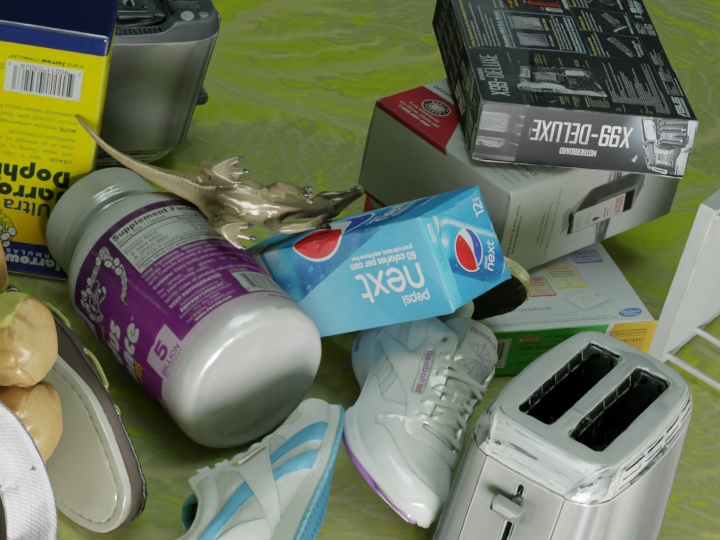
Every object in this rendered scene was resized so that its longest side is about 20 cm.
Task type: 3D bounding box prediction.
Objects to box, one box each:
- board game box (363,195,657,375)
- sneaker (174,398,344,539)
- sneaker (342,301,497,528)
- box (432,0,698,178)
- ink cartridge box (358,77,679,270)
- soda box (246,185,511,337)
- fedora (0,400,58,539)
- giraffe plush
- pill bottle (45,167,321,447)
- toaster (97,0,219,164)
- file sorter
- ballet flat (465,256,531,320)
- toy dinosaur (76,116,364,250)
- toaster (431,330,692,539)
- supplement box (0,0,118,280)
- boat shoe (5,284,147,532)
[{"bbox_3d":[0.106,-0.003,1.695,0.153,0.040,0.200,-3,37,-21],"label":"board game box"},{"bbox_3d":[-0.062,0.137,1.413,0.081,0.077,0.200,16,32,8],"label":"sneaker"},{"bbox_3d":[0.041,0.080,1.497,0.075,0.100,0.200,43,25,-28],"label":"sneaker"},{"bbox_3d":[0.145,-0.145,1.681,0.158,0.050,0.200,4,34,-11],"label":"box"},{"bbox_3d":[0.122,-0.084,1.705,0.200,0.083,0.147,-21,46,-39],"label":"ink cartridge box"},{"bbox_3d":[0.000,0.000,1.537,0.200,0.068,0.064,-12,12,45],"label":"soda box"},{"bbox_3d":[-0.277,0.148,1.280,0.200,0.177,0.090,-38,26,-26],"label":"fedora"},{"bbox_3d":[-0.293,0.061,1.380,0.162,0.173,0.200,-19,37,-33],"label":"giraffe plush"},{"bbox_3d":[-0.124,0.018,1.530,0.112,0.112,0.200,-15,43,-34],"label":"pill bottle"},{"bbox_3d":[-0.207,-0.155,1.722,0.200,0.129,0.114,-3,36,-22],"label":"toaster"},{"bbox_3d":[0.323,-0.001,1.677,0.124,0.139,0.200,31,38,21],"label":"file sorter"},{"bbox_3d":[0.032,-0.006,1.607,0.200,0.066,0.057,7,39,33],"label":"ballet flat"},{"bbox_3d":[-0.091,-0.050,1.524,0.200,0.058,0.101,13,4,-15],"label":"toy dinosaur"},{"bbox_3d":[0.133,0.127,1.440,0.114,0.129,0.200,30,38,22],"label":"toaster"},{"bbox_3d":[-0.233,-0.109,1.598,0.109,0.200,0.109,8,34,-6],"label":"supplement box"},{"bbox_3d":[-0.185,0.085,1.455,0.060,0.072,0.200,8,33,-50],"label":"boat shoe"}]
